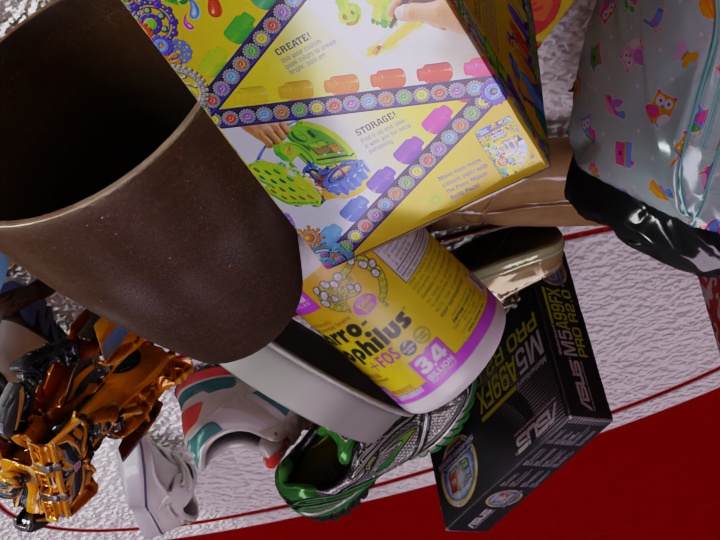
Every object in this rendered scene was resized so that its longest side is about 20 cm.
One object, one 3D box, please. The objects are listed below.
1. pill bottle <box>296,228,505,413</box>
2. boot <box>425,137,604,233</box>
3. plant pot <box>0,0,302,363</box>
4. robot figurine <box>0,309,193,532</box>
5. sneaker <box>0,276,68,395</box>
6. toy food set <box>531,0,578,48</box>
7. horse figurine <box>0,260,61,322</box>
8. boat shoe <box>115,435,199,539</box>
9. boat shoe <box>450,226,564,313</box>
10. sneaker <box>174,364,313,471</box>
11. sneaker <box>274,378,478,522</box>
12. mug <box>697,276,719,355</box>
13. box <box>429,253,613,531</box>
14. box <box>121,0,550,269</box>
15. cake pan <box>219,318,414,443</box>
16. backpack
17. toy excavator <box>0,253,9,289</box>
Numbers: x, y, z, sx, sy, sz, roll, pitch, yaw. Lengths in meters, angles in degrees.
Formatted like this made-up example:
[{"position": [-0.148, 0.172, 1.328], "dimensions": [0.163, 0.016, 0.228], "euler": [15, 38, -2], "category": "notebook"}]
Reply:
[{"position": [0.000, 0.000, 0.967], "dimensions": [0.200, 0.105, 0.104], "euler": [42, 125, -15], "category": "pill bottle"}, {"position": [0.137, -0.082, 0.981], "dimensions": [0.198, 0.067, 0.175], "euler": [-3, 159, -11], "category": "boot"}, {"position": [-0.116, -0.037, 0.824], "dimensions": [0.185, 0.188, 0.200], "euler": [-20, 136, 13], "category": "plant pot"}, {"position": [-0.194, 0.095, 1.010], "dimensions": [0.058, 0.200, 0.146], "euler": [12, 130, 20], "category": "robot figurine"}, {"position": [-0.251, 0.099, 1.069], "dimensions": [0.080, 0.116, 0.200], "euler": [-5, 149, 26], "category": "sneaker"}, {"position": [0.051, -0.178, 0.821], "dimensions": [0.198, 0.049, 0.198], "euler": [7, 142, -25], "category": "toy food set"}, {"position": [-0.172, -0.010, 0.980], "dimensions": [0.198, 0.050, 0.133], "euler": [-21, 177, 3], "category": "horse figurine"}, {"position": [-0.182, 0.194, 1.286], "dimensions": [0.065, 0.072, 0.201], "euler": [-12, 148, -7], "category": "boat shoe"}, {"position": [0.076, 0.024, 1.090], "dimensions": [0.199, 0.073, 0.063], "euler": [-25, 105, 24], "category": "boat shoe"}, {"position": [-0.057, 0.122, 1.194], "dimensions": [0.198, 0.094, 0.071], "euler": [-10, 147, -3], "category": "sneaker"}, {"position": [0.015, 0.130, 1.141], "dimensions": [0.200, 0.078, 0.085], "euler": [-44, 157, 3], "category": "sneaker"}, {"position": [0.341, 0.019, 1.064], "dimensions": [0.132, 0.201, 0.178], "euler": [14, 139, -32], "category": "mug"}, {"position": [0.118, 0.100, 1.154], "dimensions": [0.044, 0.161, 0.200], "euler": [8, 143, -25], "category": "box"}, {"position": [-0.011, -0.150, 0.660], "dimensions": [0.121, 0.201, 0.193], "euler": [-24, 124, 20], "category": "box"}, {"position": [-0.052, 0.066, 1.033], "dimensions": [0.200, 0.200, 0.037], "euler": [28, 94, -44], "category": "cake pan"}, {"position": [0.204, -0.110, 0.845], "dimensions": [0.126, 0.167, 0.202], "euler": [-2, 114, -36], "category": "backpack"}, {"position": [-0.284, -0.001, 0.892], "dimensions": [0.193, 0.101, 0.200], "euler": [-6, 170, 21], "category": "toy excavator"}]
